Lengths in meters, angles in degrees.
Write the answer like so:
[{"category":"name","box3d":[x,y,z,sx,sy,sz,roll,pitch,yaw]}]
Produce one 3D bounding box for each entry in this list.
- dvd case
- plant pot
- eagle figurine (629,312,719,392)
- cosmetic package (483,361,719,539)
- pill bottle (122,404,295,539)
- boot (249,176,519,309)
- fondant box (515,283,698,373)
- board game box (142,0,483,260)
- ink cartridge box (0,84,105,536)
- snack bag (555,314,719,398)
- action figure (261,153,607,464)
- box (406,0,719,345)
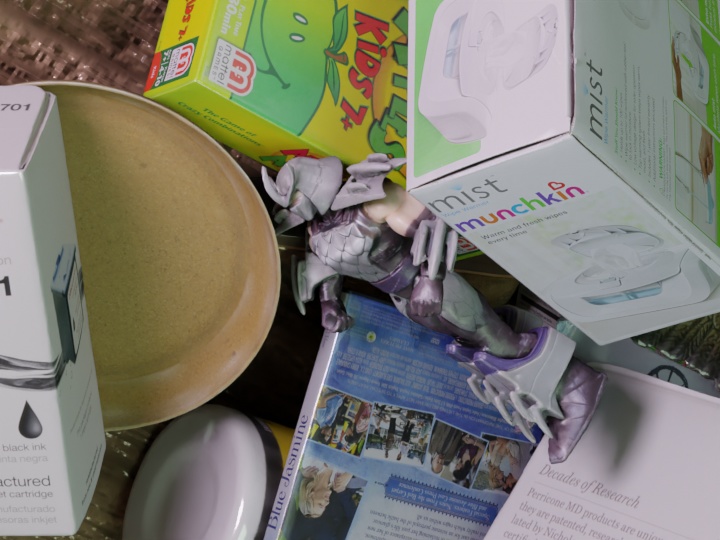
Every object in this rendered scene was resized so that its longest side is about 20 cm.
[{"category":"dvd case","box3d":[0.022,0.123,1.354,0.142,0.018,0.200,18,86,-29]},{"category":"plant pot","box3d":[-0.137,-0.010,1.280,0.199,0.028,0.200,2,123,3]},{"category":"eagle figurine","box3d":[0.200,0.012,1.378,0.151,0.152,0.200,-21,123,20]},{"category":"cosmetic package","box3d":[0.166,0.183,1.345,0.165,0.165,0.200,41,74,-37]},{"category":"pill bottle","box3d":[-0.018,0.151,1.421,0.200,0.114,0.114,22,105,-35]},{"category":"boot","box3d":[0.000,0.000,1.380,0.200,0.074,0.076,10,120,-34]},{"category":"fondant box","box3d":[0.154,0.081,1.493,0.144,0.058,0.201,0,109,-28]},{"category":"board game box","box3d":[-0.005,-0.091,1.300,0.200,0.048,0.102,27,64,-33]},{"category":"ink cartridge box","box3d":[-0.208,0.022,1.238,0.146,0.086,0.200,-1,121,6]},{"category":"snack bag","box3d":[0.146,0.139,1.449,0.200,0.021,0.189,27,85,-30]},{"category":"action figure","box3d":[0.029,0.009,1.268,0.200,0.130,0.069,38,75,-19]},{"category":"box","box3d":[0.109,-0.096,1.261,0.097,0.200,0.176,-19,145,31]}]
